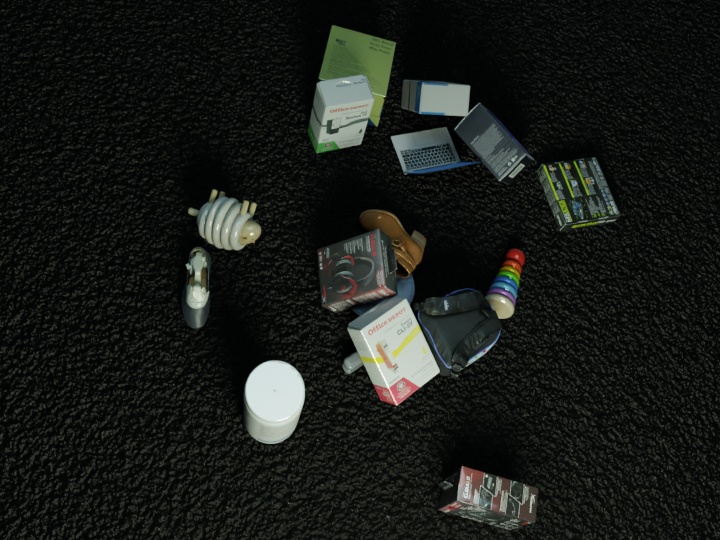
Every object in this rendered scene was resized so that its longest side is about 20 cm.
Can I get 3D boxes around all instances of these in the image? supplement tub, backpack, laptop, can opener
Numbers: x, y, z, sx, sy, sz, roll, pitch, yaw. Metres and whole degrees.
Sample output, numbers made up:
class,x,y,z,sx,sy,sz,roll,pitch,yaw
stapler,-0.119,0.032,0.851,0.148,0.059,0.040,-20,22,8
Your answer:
class,x,y,z,sx,sy,sz,roll,pitch,yaw
supplement tub,-0.189,0.288,1.461,0.128,0.201,0.135,5,63,-9
backpack,0.240,0.145,1.647,0.187,0.154,0.204,-24,77,-13
laptop,0.207,-0.337,1.888,0.182,0.116,0.204,-12,68,-17
can opener,0.050,0.197,1.637,0.197,0.054,0.067,-31,73,-22

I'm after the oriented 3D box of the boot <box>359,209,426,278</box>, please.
class,x,y,z,sx,sy,sz,roll,pitch,yaw
boot,0.065,-0.066,1.726,0.197,0.077,0.156,31,42,2

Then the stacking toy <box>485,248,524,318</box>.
class,x,y,z,sx,sy,sz,roll,pitch,yaw
stacking toy,0.385,0.023,1.781,0.084,0.086,0.203,25,56,1

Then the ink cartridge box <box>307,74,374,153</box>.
class,x,y,z,sx,sy,sz,roll,pitch,yaw
ink cartridge box,-0.055,-0.420,1.824,0.143,0.201,0.085,-14,68,-17

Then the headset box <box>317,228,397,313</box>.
class,x,y,z,sx,sy,sz,roll,pitch,yaw
headset box,0.000,0.000,1.628,0.196,0.075,0.153,-16,67,24

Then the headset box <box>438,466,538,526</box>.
class,x,y,z,sx,sy,sz,roll,pitch,yaw
headset box,0.268,0.500,1.485,0.195,0.150,0.079,17,61,-2

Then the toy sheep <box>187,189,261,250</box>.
class,x,y,z,sx,sy,sz,roll,pitch,yaw
toy sheep,-0.334,-0.121,1.667,0.195,0.139,0.140,19,61,15

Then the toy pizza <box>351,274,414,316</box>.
class,x,y,z,sx,sy,sz,roll,pitch,yaw
toy pizza,0.041,0.038,1.722,0.194,0.032,0.205,5,61,-8

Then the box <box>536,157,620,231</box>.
class,x,y,z,sx,sy,sz,roll,pitch,yaw
box,0.632,-0.224,1.964,0.188,0.048,0.205,-11,68,-14

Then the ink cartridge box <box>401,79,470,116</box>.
class,x,y,z,sx,sy,sz,roll,pitch,yaw
ink cartridge box,0.208,-0.490,1.912,0.140,0.200,0.087,0,107,-13

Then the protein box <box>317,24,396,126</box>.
class,x,y,z,sx,sy,sz,roll,pitch,yaw
protein box,-0.016,-0.554,1.933,0.193,0.136,0.205,13,63,-4

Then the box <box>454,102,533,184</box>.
class,x,y,z,sx,sy,sz,roll,pitch,yaw
box,0.376,-0.353,1.899,0.104,0.147,0.201,-43,77,19

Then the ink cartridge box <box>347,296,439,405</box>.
class,x,y,z,sx,sy,sz,roll,pitch,yaw
ink cartridge box,0.077,0.185,1.585,0.143,0.083,0.204,-31,103,-22

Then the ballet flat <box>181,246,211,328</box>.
class,x,y,z,sx,sy,sz,roll,pitch,yaw
ballet flat,-0.391,0.034,1.614,0.071,0.073,0.205,3,65,-10
